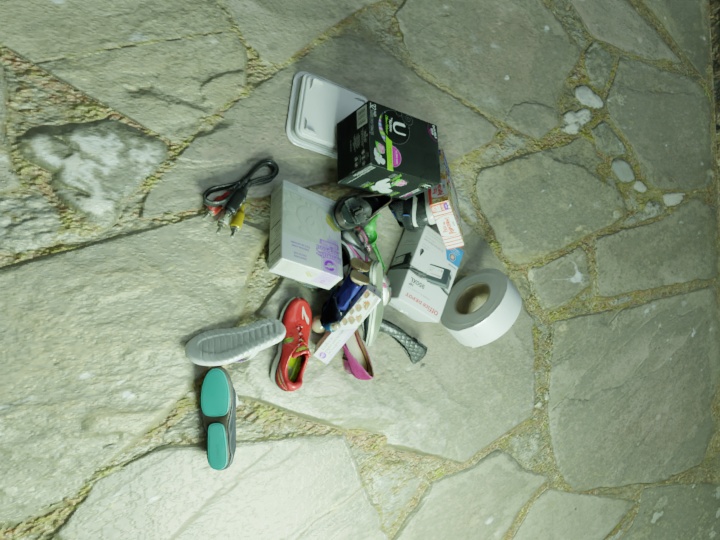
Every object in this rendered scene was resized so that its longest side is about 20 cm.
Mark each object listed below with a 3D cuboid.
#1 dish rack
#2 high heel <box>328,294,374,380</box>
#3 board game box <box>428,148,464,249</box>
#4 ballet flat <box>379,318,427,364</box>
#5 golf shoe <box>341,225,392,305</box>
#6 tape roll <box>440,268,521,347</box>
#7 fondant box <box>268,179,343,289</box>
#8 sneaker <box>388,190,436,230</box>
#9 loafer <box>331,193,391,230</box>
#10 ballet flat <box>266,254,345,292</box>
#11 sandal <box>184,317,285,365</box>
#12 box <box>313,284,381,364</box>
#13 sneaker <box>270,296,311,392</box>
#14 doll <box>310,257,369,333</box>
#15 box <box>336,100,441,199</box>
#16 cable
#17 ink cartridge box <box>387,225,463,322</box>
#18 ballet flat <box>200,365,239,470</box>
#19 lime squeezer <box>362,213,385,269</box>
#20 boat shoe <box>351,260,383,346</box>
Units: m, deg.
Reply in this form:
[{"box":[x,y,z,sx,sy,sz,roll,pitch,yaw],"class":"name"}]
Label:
[{"box":[-0.063,-0.348,1.195,0.200,0.044,0.172,12,81,-34],"class":"dish rack"},{"box":[-0.020,0.147,1.177,0.067,0.096,0.200,-12,96,-34],"class":"high heel"},{"box":[0.204,-0.174,1.281,0.200,0.046,0.152,-87,156,-43],"class":"board game box"},{"box":[0.084,0.164,1.268,0.200,0.066,0.057,35,86,-26],"class":"ballet flat"},{"box":[0.000,0.000,1.215,0.092,0.073,0.200,-30,98,-21],"class":"golf shoe"},{"box":[0.300,0.092,1.333,0.071,0.202,0.203,45,65,-26],"class":"tape roll"},{"box":[-0.113,-0.074,1.095,0.144,0.058,0.200,19,52,-32],"class":"fondant box"},{"box":[0.121,-0.187,1.300,0.073,0.112,0.200,61,22,-47],"class":"sneaker"},{"box":[0.006,-0.144,1.178,0.200,0.063,0.072,-35,103,-58],"class":"loafer"},{"box":[-0.104,0.006,1.141,0.200,0.072,0.072,18,79,-33],"class":"ballet flat"},{"box":[-0.243,0.152,1.050,0.202,0.082,0.050,-12,138,-27],"class":"sandal"},{"box":[-0.029,0.114,1.129,0.039,0.041,0.200,35,109,-11],"class":"box"},{"box":[-0.129,0.156,1.109,0.077,0.085,0.200,12,82,-34],"class":"sneaker"},{"box":[-0.046,0.064,1.115,0.048,0.200,0.137,23,36,-18],"class":"doll"},{"box":[0.063,-0.258,1.169,0.200,0.124,0.149,8,74,-36],"class":"box"},{"box":[-0.249,-0.162,1.078,0.097,0.050,0.200,35,57,-11],"class":"cable"},{"box":[0.152,0.011,1.305,0.145,0.084,0.200,31,73,-29],"class":"ink cartridge box"},{"box":[-0.269,0.281,1.025,0.073,0.073,0.200,-2,89,-34],"class":"ballet flat"},{"box":[0.028,-0.081,1.219,0.038,0.200,0.071,-16,55,-6],"class":"lime squeezer"},{"box":[0.013,0.072,1.170,0.075,0.062,0.200,-47,139,-63],"class":"boat shoe"}]
